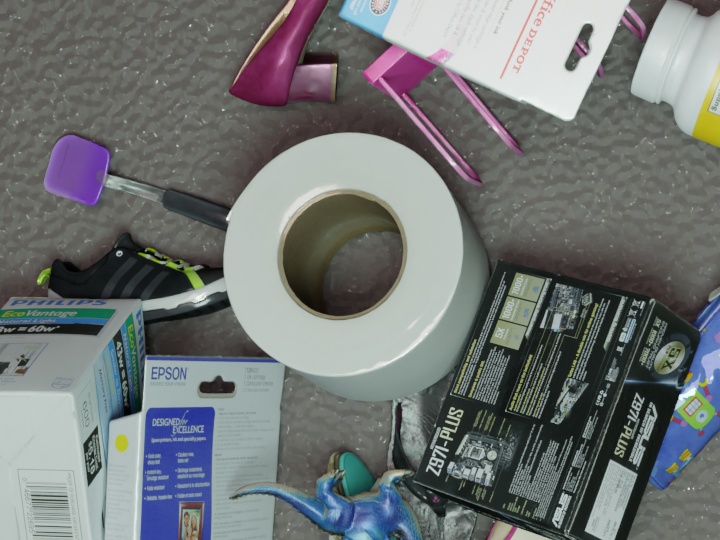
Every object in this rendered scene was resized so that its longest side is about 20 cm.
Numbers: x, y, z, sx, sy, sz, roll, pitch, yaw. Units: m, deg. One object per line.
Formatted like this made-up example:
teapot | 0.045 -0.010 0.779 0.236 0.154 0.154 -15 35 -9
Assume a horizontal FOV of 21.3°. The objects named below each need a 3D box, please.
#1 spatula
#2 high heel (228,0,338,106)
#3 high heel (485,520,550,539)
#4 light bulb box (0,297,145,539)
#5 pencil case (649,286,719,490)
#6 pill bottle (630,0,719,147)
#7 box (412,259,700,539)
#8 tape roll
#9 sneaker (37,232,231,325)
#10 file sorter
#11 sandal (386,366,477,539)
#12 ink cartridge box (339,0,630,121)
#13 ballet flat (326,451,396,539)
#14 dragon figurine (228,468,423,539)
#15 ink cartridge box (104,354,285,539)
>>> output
spatula | -0.189 -0.070 1.700 0.199 0.021 0.057 18 98 10
high heel | -0.065 -0.239 1.642 0.096 0.067 0.201 2 102 1
high heel | 0.138 0.216 1.592 0.067 0.096 0.200 37 96 10
light bulb box | -0.256 0.147 1.589 0.124 0.200 0.199 1 112 10
pencil case | 0.283 0.085 1.575 0.087 0.078 0.200 39 96 -19
pill bottle | 0.328 -0.147 1.557 0.199 0.112 0.113 24 93 11
box | 0.158 0.111 1.545 0.163 0.086 0.201 14 79 41
tape roll | 0.000 0.000 1.587 0.202 0.139 0.204 -3 77 14
sneaker | -0.191 0.005 1.674 0.199 0.072 0.083 -11 85 10
file sorter | 0.126 -0.178 1.584 0.200 0.139 0.126 -42 83 7
sandal | 0.054 0.144 1.630 0.075 0.048 0.202 -8 84 7
ink cartridge box | 0.099 -0.205 1.485 0.199 0.068 0.116 26 96 7
ballet flat | 0.012 0.253 1.635 0.071 0.071 0.200 -33 82 8
dragon figurine | -0.005 0.217 1.570 0.199 0.059 0.100 2 75 -14
ink cartridge box | -0.138 0.171 1.597 0.047 0.197 0.201 0 87 33
